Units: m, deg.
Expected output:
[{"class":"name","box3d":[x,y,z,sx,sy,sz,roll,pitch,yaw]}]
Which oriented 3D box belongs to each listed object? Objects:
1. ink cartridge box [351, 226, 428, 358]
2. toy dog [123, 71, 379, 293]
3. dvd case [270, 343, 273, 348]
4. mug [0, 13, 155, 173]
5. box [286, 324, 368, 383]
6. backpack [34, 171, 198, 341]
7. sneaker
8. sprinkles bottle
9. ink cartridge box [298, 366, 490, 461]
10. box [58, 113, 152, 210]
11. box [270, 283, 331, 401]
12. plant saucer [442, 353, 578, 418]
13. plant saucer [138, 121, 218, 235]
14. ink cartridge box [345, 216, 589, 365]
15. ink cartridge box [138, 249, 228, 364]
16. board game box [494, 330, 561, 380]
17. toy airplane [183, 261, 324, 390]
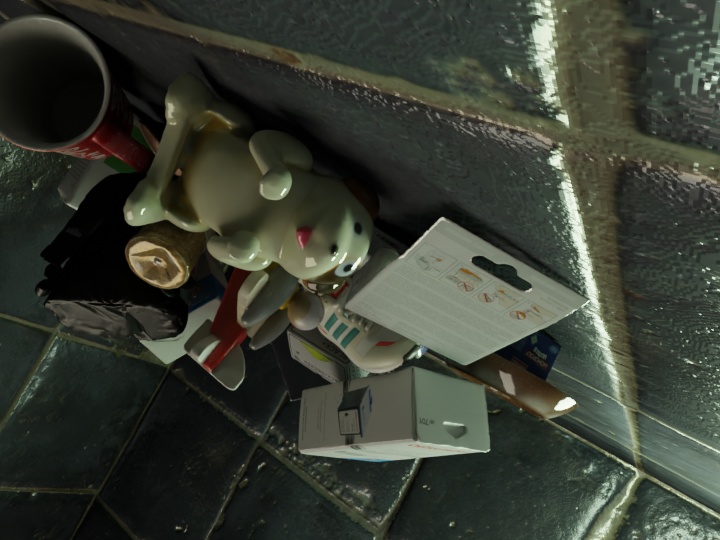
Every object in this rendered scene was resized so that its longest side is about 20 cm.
[{"class":"ink cartridge box","box3d":[0.000,0.000,0.761,0.199,0.043,0.197,36,160,34]},{"class":"toy dog","box3d":[-0.083,-0.057,0.554,0.198,0.141,0.194,28,-178,7]},{"class":"dvd case","box3d":[-0.158,0.039,1.071,0.201,0.017,0.144,-90,-21,-52]},{"class":"mug","box3d":[-0.332,-0.176,0.699,0.180,0.132,0.200,66,171,-9]},{"class":"box","box3d":[0.000,0.072,0.875,0.116,0.200,0.061,27,141,29]},{"class":"backpack","box3d":[-0.263,-0.021,0.703,0.164,0.202,0.127,7,142,-7]},{"class":"sneaker","box3d":[-0.012,0.051,0.714,0.199,0.070,0.094,25,150,53]},{"class":"sprinkles bottle","box3d":[-0.180,-0.070,0.647,0.067,0.201,0.069,7,132,8]},{"class":"ink cartridge box","box3d":[0.039,0.188,0.744,0.145,0.087,0.198,21,148,-40]},{"class":"box","box3d":[-0.365,-0.142,0.991,0.198,0.173,0.199,34,175,-32]},{"class":"box","box3d":[-0.079,0.086,1.026,0.200,0.121,0.201,-54,-54,-77]},{"class":"plant saucer","box3d":[0.183,0.143,0.779,0.198,0.037,0.200,30,173,4]},{"class":"plant saucer","box3d":[-0.233,-0.128,0.829,0.201,0.036,0.201,48,165,17]},{"class":"ink cartridge box","box3d":[0.094,0.017,0.579,0.158,0.048,0.200,27,146,-13]},{"class":"ink cartridge box","box3d":[-0.250,0.009,0.807,0.201,0.115,0.068,61,179,39]},{"class":"board game box","box3d":[0.133,0.062,0.811,0.199,0.062,0.199,34,172,-27]},{"class":"toy airplane","box3d":[-0.112,0.042,0.684,0.139,0.201,0.201,19,-153,-3]}]
